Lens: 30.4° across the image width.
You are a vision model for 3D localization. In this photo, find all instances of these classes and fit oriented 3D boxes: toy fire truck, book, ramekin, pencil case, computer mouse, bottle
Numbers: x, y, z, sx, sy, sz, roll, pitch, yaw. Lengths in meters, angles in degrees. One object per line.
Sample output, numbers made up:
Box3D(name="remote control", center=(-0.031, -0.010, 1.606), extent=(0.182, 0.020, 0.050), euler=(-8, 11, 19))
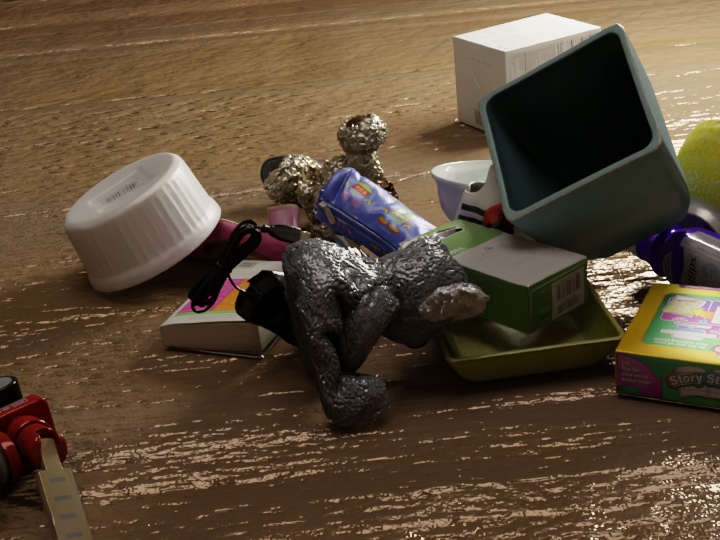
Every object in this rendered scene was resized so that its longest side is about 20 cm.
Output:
Box3D(name="toy fire truck", center=(-0.349, 0.201, 1.249), extent=(0.175, 0.130, 0.199), euler=(-23, 20, -34))
Box3D(name="book", center=(-0.145, 0.038, 1.631), extent=(0.132, 0.049, 0.200), euler=(2, 24, 21))
Box3D(name="ramekin", center=(-0.294, -0.070, 1.752), extent=(0.199, 0.098, 0.201), euler=(-24, 24, 11))
Box3D(name="pencil case", center=(0.027, -0.053, 1.664), extent=(0.199, 0.079, 0.087), euler=(36, 36, 29))
Box3D(name="computer mouse", center=(-0.084, 0.009, 1.485), extent=(0.199, 0.141, 0.046), euler=(21, 28, -29))
Box3D(name="bottle", center=(0.402, -0.008, 1.573), extent=(0.065, 0.084, 0.200), euler=(-24, 31, -23))

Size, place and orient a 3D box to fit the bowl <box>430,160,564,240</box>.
Box3D(name="bowl", center=(0.190, -0.085, 1.756), extent=(0.199, 0.091, 0.201), euler=(2, 16, -1))

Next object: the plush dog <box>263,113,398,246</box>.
Box3D(name="plush dog", center=(-0.022, -0.091, 1.817), extent=(0.199, 0.161, 0.173), euler=(-27, 33, 21))

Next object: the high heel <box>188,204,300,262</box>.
Box3D(name="high heel", center=(-0.163, -0.021, 1.774), extent=(0.198, 0.097, 0.067), euler=(-11, -20, 18))

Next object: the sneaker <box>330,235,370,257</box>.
Box3D(name="sneaker", center=(0.000, 0.000, 1.583), extent=(0.081, 0.074, 0.200), euler=(5, -3, -2))

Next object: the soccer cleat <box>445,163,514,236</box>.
Box3D(name="soccer cleat", center=(0.147, -0.063, 1.648), extent=(0.068, 0.086, 0.200), euler=(-3, -20, -19))

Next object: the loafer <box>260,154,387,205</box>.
Box3D(name="loafer", center=(-0.050, -0.130, 1.970), extent=(0.198, 0.073, 0.063), euler=(9, 8, 16))

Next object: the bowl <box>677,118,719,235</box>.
Box3D(name="bowl", center=(0.450, -0.074, 1.620), extent=(0.108, 0.201, 0.200), euler=(-41, 37, -17))

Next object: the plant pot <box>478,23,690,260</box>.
Box3D(name="plant pot", center=(0.283, -0.124, 1.568), extent=(0.195, 0.200, 0.198), euler=(-26, 49, 22))

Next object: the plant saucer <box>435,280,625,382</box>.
Box3D(name="plant saucer", center=(0.177, 0.065, 1.502), extent=(0.198, 0.048, 0.200), euler=(-7, 24, -5))

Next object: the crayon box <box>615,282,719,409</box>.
Box3D(name="crayon box", center=(0.389, 0.082, 1.410), extent=(0.198, 0.059, 0.173), euler=(6, 28, 25))

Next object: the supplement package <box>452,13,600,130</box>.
Box3D(name="supplement package", center=(0.281, -0.328, 2.217), extent=(0.199, 0.152, 0.152), euler=(-18, 27, -25))

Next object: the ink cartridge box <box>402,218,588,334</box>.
Box3D(name="ink cartridge box", center=(0.151, 0.003, 1.512), extent=(0.103, 0.060, 0.199), euler=(-24, 30, -37))

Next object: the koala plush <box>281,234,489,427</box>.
Box3D(name="koala plush", center=(0.028, 0.032, 1.412), extent=(0.198, 0.185, 0.178), euler=(-17, 27, -8))
